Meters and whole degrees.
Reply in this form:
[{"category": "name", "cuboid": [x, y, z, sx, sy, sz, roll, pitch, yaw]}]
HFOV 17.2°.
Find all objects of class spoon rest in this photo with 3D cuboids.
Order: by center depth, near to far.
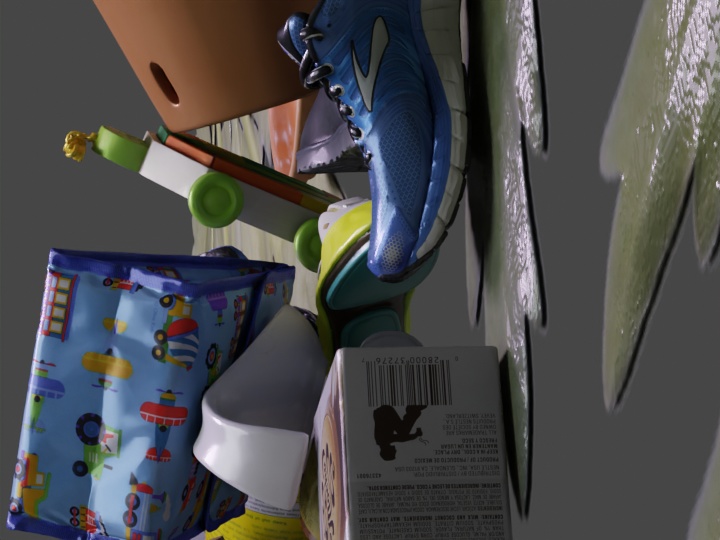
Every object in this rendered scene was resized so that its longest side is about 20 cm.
[{"category": "spoon rest", "cuboid": [-0.053, 0.075, 1.268, 0.200, 0.060, 0.100, -83, 6, -81]}]

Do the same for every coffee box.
[{"category": "coffee box", "cuboid": [0.026, 0.148, 1.113, 0.113, 0.079, 0.201, 110, 158, -69]}]

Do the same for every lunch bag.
[{"category": "lunch bag", "cuboid": [-0.099, 0.069, 1.322, 0.200, 0.094, 0.151, -4, -75, -68]}]

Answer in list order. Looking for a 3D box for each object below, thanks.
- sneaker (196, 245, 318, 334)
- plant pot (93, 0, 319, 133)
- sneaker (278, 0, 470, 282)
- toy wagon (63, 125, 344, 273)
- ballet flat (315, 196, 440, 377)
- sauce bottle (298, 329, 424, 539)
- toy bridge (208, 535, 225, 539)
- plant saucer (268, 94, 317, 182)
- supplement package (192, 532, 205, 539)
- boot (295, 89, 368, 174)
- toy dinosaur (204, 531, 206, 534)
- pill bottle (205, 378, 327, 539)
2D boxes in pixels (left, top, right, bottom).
[{"category": "sneaker", "cuboid": [-0.062, 0.044, 1.602, 0.079, 0.089, 0.200, 47, 165, 36]}, {"category": "plant pot", "cuboid": [-0.068, -0.168, 1.421, 0.200, 0.199, 0.141, -150, 42, -80]}, {"category": "sneaker", "cuboid": [0.004, -0.094, 1.159, 0.079, 0.089, 0.201, 139, 128, -79]}, {"category": "toy wagon", "cuboid": [-0.082, -0.050, 1.446, 0.155, 0.199, 0.040, -135, 69, -78]}, {"category": "ballet flat", "cuboid": [0.000, 0.000, 1.307, 0.200, 0.066, 0.067, 99, 153, -61]}, {"category": "sauce bottle", "cuboid": [0.004, 0.097, 1.309, 0.200, 0.066, 0.066, 103, 164, -62]}, {"category": "toy bridge", "cuboid": [-0.067, 0.262, 1.410, 0.201, 0.067, 0.027, 64, 154, -3]}, {"category": "plant saucer", "cuboid": [-0.038, -0.157, 1.670, 0.200, 0.037, 0.201, 180, 90, -81]}, {"category": "supplement package", "cuboid": [-0.098, 0.233, 1.714, 0.200, 0.155, 0.111, -104, 16, -58]}, {"category": "boot", "cuboid": [0.000, -0.159, 1.297, 0.165, 0.065, 0.201, 161, 105, -72]}, {"category": "toy dinosaur", "cuboid": [-0.109, 0.092, 1.519, 0.077, 0.102, 0.201, 21, 117, 34]}, {"category": "pill bottle", "cuboid": [-0.043, 0.169, 1.491, 0.109, 0.109, 0.201, -106, 18, -61]}]
